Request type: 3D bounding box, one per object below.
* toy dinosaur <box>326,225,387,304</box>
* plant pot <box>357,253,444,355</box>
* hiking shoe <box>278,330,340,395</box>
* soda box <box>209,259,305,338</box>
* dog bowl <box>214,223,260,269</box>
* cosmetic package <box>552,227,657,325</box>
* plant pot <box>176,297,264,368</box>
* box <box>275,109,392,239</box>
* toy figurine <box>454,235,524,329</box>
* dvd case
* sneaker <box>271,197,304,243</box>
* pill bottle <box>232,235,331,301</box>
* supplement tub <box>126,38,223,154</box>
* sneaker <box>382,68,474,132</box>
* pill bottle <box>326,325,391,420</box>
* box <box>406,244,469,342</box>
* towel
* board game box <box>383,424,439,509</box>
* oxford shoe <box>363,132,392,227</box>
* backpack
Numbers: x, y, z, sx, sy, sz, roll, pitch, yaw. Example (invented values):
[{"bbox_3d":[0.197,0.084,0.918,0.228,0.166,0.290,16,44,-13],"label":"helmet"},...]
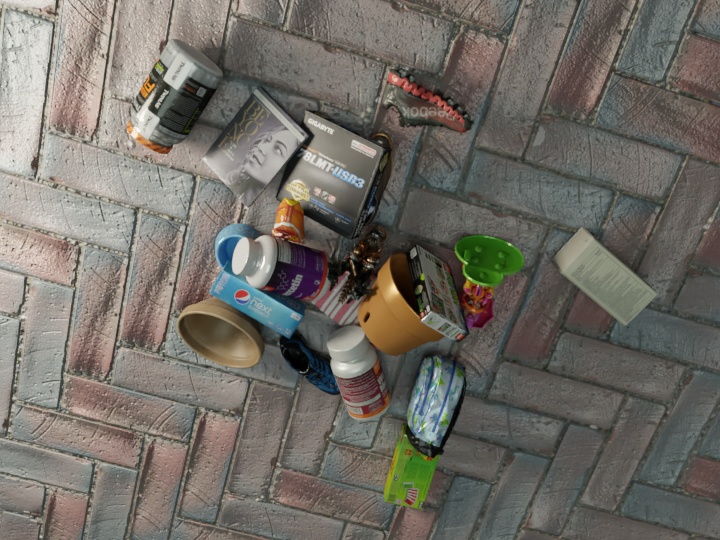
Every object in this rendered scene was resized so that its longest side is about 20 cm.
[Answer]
[{"bbox_3d":[0.000,0.000,1.411,0.101,0.136,0.202,16,124,18],"label":"toy dinosaur"},{"bbox_3d":[0.088,0.086,1.403,0.200,0.201,0.140,40,117,-13],"label":"plant pot"},{"bbox_3d":[-0.117,0.228,1.532,0.200,0.087,0.074,43,105,-14],"label":"hiking shoe"},{"bbox_3d":[-0.219,0.062,1.431,0.199,0.068,0.064,32,107,-10],"label":"soda box"},{"bbox_3d":[-0.246,-0.006,1.469,0.111,0.050,0.201,-29,108,10],"label":"dog bowl"},{"bbox_3d":[0.530,0.013,1.447,0.199,0.087,0.104,38,107,-13],"label":"cosmetic package"},{"bbox_3d":[-0.297,0.123,1.475,0.198,0.093,0.202,12,139,11],"label":"plant pot"},{"bbox_3d":[-0.058,-0.196,1.358,0.199,0.050,0.200,30,112,19],"label":"box"},{"bbox_3d":[0.255,0.053,1.427,0.148,0.200,0.186,15,123,10],"label":"toy figurine"},{"bbox_3d":[-0.219,-0.254,1.371,0.149,0.016,0.200,45,105,8],"label":"dvd case"},{"bbox_3d":[-0.140,-0.101,1.368,0.072,0.200,0.078,15,82,-9],"label":"sneaker"},{"bbox_3d":[-0.164,-0.007,1.400,0.198,0.113,0.113,15,112,-33],"label":"pill bottle"},{"bbox_3d":[-0.370,-0.339,1.312,0.122,0.123,0.201,34,106,-11],"label":"supplement tub"},{"bbox_3d":[0.130,-0.321,1.341,0.199,0.071,0.099,28,108,-7],"label":"sneaker"},{"bbox_3d":[-0.005,0.232,1.507,0.108,0.110,0.202,-15,118,6],"label":"pill bottle"},{"bbox_3d":[0.156,0.045,1.365,0.109,0.201,0.035,31,122,-30],"label":"box"},{"bbox_3d":[0.004,0.074,1.509,0.199,0.030,0.147,38,106,-9],"label":"towel"},{"bbox_3d":[0.129,0.487,1.643,0.100,0.048,0.202,12,110,-4],"label":"board game box"},{"bbox_3d":[0.028,-0.185,1.389,0.070,0.073,0.202,10,110,-3],"label":"oxford shoe"},{"bbox_3d":[0.173,0.296,1.522,0.153,0.163,0.201,34,101,4],"label":"backpack"}]
